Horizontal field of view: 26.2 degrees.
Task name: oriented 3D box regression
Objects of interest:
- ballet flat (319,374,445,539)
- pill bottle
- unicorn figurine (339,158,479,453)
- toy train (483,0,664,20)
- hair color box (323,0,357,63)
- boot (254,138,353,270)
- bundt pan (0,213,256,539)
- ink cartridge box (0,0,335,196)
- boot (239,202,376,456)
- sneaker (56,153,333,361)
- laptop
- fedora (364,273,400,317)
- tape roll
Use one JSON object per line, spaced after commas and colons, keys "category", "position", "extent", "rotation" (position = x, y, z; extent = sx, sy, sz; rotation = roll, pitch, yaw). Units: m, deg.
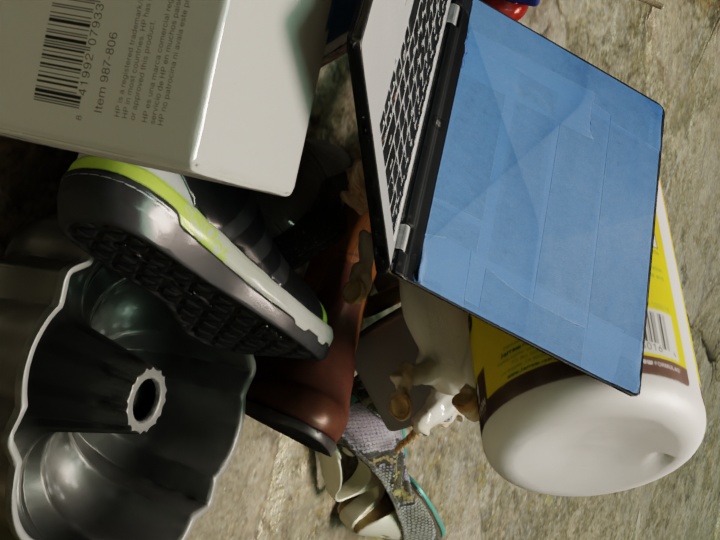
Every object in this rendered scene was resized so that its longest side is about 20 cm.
{"category": "ballet flat", "position": [0.008, 0.153, 1.123], "extent": [0.072, 0.072, 0.201], "rotation": [-59, 148, -31]}
{"category": "pill bottle", "position": [0.106, 0.004, 0.784], "extent": [0.109, 0.108, 0.201], "rotation": [60, 22, -54]}
{"category": "unicorn figurine", "position": [0.038, 0.031, 0.830], "extent": [0.137, 0.073, 0.202], "rotation": [-49, 139, -70]}
{"category": "toy train", "position": [0.106, -0.224, 0.986], "extent": [0.085, 0.198, 0.116], "rotation": [88, 19, -55]}
{"category": "hair color box", "position": [-0.028, -0.128, 0.745], "extent": [0.061, 0.099, 0.200], "rotation": [60, 14, -7]}
{"category": "boot", "position": [-0.060, -0.081, 0.850], "extent": [0.132, 0.070, 0.200], "rotation": [55, 4, -13]}
{"category": "bundt pan", "position": [-0.136, 0.057, 0.770], "extent": [0.202, 0.075, 0.204], "rotation": [-36, 132, -54]}
{"category": "ink cartridge box", "position": [-0.113, -0.121, 0.602], "extent": [0.084, 0.199, 0.146], "rotation": [12, 91, -65]}
{"category": "boot", "position": [0.000, 0.000, 0.906], "extent": [0.201, 0.068, 0.188], "rotation": [-62, 180, 5]}
{"category": "sneaker", "position": [-0.062, -0.021, 0.718], "extent": [0.200, 0.071, 0.083], "rotation": [47, 53, -55]}
{"category": "laptop", "position": [0.075, -0.083, 0.676], "extent": [0.201, 0.115, 0.188], "rotation": [81, 17, -48]}
{"category": "fedora", "position": [0.059, -0.042, 1.053], "extent": [0.200, 0.200, 0.082], "rotation": [-29, 91, -56]}
{"category": "tape roll", "position": [0.089, 0.027, 1.002], "extent": [0.200, 0.200, 0.067], "rotation": [-29, 91, -56]}
